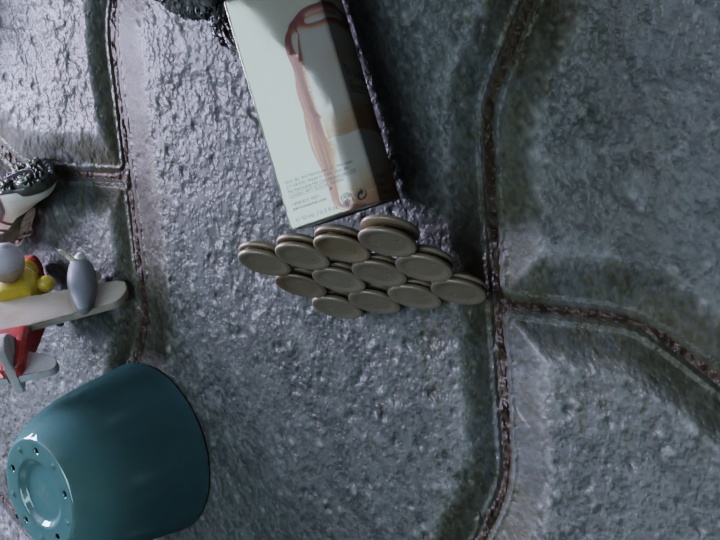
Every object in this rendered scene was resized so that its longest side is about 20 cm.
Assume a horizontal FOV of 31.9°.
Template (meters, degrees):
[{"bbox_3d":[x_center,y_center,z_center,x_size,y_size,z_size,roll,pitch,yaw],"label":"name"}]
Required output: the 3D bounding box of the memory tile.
[{"bbox_3d":[0.000,0.000,1.096,0.199,0.153,0.017,-8,60,43],"label":"memory tile"}]

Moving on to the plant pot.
[{"bbox_3d":[-0.292,0.223,1.402,0.199,0.160,0.203,14,112,38],"label":"plant pot"}]

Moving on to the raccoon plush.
[{"bbox_3d":[-0.177,-0.271,1.171,0.200,0.133,0.097,47,127,22],"label":"raccoon plush"}]

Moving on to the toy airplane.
[{"bbox_3d":[-0.390,0.041,1.412,0.198,0.199,0.143,13,123,38],"label":"toy airplane"}]

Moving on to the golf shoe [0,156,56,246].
[{"bbox_3d":[-0.408,-0.076,1.497,0.199,0.077,0.089,-12,114,46],"label":"golf shoe"}]

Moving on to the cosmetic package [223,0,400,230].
[{"bbox_3d":[-0.039,-0.144,1.092,0.086,0.103,0.202,-17,92,13],"label":"cosmetic package"}]
